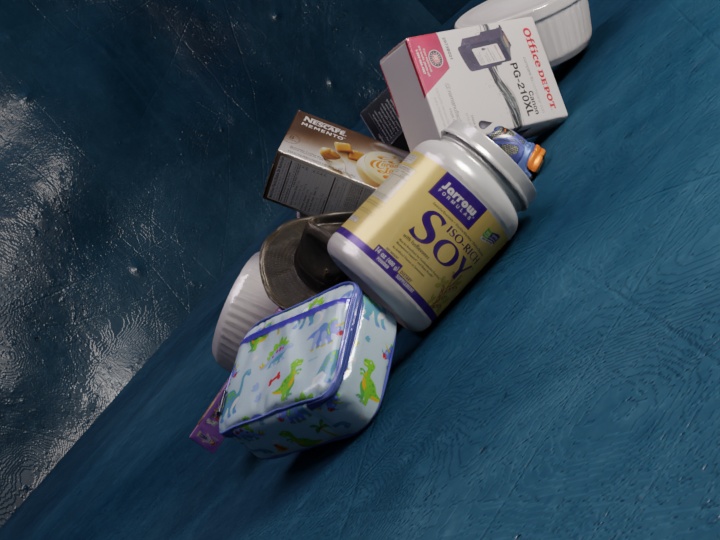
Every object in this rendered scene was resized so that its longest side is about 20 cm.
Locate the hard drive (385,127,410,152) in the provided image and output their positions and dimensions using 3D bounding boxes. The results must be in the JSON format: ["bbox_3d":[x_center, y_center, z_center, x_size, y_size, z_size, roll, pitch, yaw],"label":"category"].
[{"bbox_3d":[0.103,-0.149,1.710,0.200,0.135,0.042,-43,-5,12],"label":"hard drive"}]

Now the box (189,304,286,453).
[{"bbox_3d":[-0.127,0.116,1.550,0.200,0.039,0.137,-54,3,15],"label":"box"}]

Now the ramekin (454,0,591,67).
[{"bbox_3d":[0.249,-0.356,1.873,0.202,0.094,0.202,-21,20,8],"label":"ramekin"}]

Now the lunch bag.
[{"bbox_3d":[-0.058,0.105,1.339,0.200,0.082,0.161,-23,40,42],"label":"lunch bag"}]

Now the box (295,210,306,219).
[{"bbox_3d":[-0.048,-0.085,1.826,0.047,0.200,0.193,-10,30,-19],"label":"box"}]

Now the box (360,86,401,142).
[{"bbox_3d":[0.128,-0.265,2.015,0.200,0.107,0.148,-41,-23,29],"label":"box"}]

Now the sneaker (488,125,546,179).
[{"bbox_3d":[0.142,-0.115,1.577,0.200,0.078,0.075,-39,11,39],"label":"sneaker"}]

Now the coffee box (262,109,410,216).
[{"bbox_3d":[-0.011,-0.116,1.632,0.114,0.200,0.080,-69,0,-54],"label":"coffee box"}]

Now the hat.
[{"bbox_3d":[-0.019,-0.022,1.483,0.201,0.200,0.081,-53,-18,-37],"label":"hat"}]

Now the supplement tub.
[{"bbox_3d":[0.078,-0.049,1.367,0.200,0.145,0.145,-47,9,-4],"label":"supplement tub"}]

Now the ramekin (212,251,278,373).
[{"bbox_3d":[-0.126,0.064,1.720,0.202,0.094,0.203,23,-90,-83],"label":"ramekin"}]

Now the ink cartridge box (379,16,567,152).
[{"bbox_3d":[0.146,-0.231,1.613,0.200,0.145,0.084,-16,-6,-28],"label":"ink cartridge box"}]
